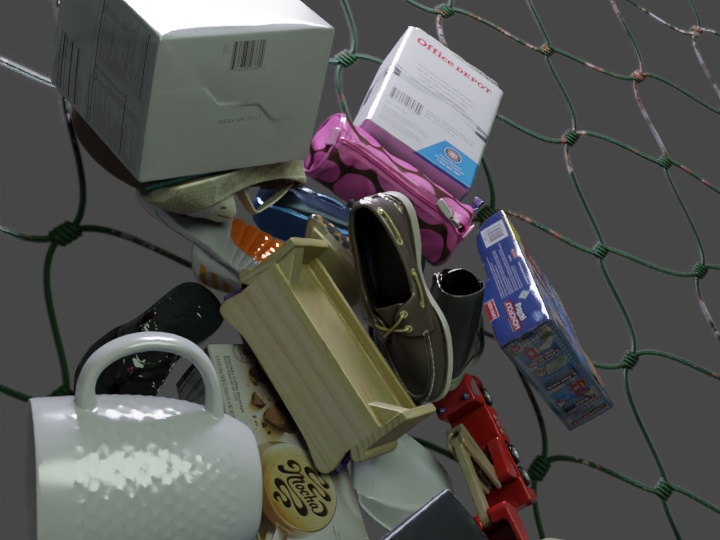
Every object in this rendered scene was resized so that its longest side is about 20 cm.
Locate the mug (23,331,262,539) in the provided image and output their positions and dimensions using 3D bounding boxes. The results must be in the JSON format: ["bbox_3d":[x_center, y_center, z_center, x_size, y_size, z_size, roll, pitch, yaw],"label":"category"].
[{"bbox_3d":[-0.168,0.146,0.986,0.173,0.203,0.148,0,15,-19],"label":"mug"}]

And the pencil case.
[{"bbox_3d":[0.033,-0.091,1.399,0.199,0.094,0.091,33,87,-12],"label":"pencil case"}]

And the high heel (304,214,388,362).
[{"bbox_3d":[0.000,0.000,1.283,0.202,0.071,0.143,64,26,-28],"label":"high heel"}]

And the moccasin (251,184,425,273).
[{"bbox_3d":[-0.015,-0.051,1.351,0.198,0.080,0.069,27,51,-17],"label":"moccasin"}]

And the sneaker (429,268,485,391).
[{"bbox_3d":[0.101,0.038,1.289,0.074,0.107,0.200,18,21,4],"label":"sneaker"}]

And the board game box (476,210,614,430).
[{"bbox_3d":[0.198,0.069,1.386,0.200,0.061,0.201,53,14,-34],"label":"board game box"}]

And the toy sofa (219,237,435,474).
[{"bbox_3d":[-0.031,0.076,1.136,0.201,0.097,0.083,56,18,13],"label":"toy sofa"}]

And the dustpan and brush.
[{"bbox_3d":[0.063,0.222,1.213,0.198,0.058,0.140,26,25,-15],"label":"dustpan and brush"}]

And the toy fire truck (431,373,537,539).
[{"bbox_3d":[0.116,0.187,1.232,0.141,0.048,0.202,29,33,-62],"label":"toy fire truck"}]

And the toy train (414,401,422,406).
[{"bbox_3d":[0.050,0.124,1.257,0.034,0.046,0.200,27,23,9],"label":"toy train"}]

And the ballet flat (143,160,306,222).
[{"bbox_3d":[-0.123,-0.080,1.246,0.199,0.067,0.063,-25,102,-42],"label":"ballet flat"}]

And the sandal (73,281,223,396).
[{"bbox_3d":[-0.191,0.066,1.159,0.075,0.048,0.201,41,43,-1],"label":"sandal"}]

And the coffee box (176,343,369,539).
[{"bbox_3d":[-0.081,0.170,1.131,0.112,0.080,0.202,3,56,-34],"label":"coffee box"}]

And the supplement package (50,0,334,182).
[{"bbox_3d":[-0.165,-0.206,1.219,0.189,0.149,0.200,-11,40,-36],"label":"supplement package"}]

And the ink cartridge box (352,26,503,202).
[{"bbox_3d":[0.074,-0.174,1.510,0.146,0.086,0.201,33,43,-10],"label":"ink cartridge box"}]

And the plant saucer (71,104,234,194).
[{"bbox_3d":[-0.198,-0.151,1.314,0.198,0.032,0.202,17,41,-15],"label":"plant saucer"}]

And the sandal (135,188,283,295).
[{"bbox_3d":[-0.143,-0.019,1.260,0.206,0.060,0.079,34,32,23],"label":"sandal"}]

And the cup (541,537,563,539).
[{"bbox_3d":[0.190,0.327,1.141,0.143,0.202,0.199,39,39,27],"label":"cup"}]

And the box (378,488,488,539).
[{"bbox_3d":[-0.003,0.300,0.996,0.118,0.200,0.196,51,44,10],"label":"box"}]

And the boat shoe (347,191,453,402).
[{"bbox_3d":[0.034,0.028,1.180,0.059,0.071,0.203,-14,92,-57],"label":"boat shoe"}]
